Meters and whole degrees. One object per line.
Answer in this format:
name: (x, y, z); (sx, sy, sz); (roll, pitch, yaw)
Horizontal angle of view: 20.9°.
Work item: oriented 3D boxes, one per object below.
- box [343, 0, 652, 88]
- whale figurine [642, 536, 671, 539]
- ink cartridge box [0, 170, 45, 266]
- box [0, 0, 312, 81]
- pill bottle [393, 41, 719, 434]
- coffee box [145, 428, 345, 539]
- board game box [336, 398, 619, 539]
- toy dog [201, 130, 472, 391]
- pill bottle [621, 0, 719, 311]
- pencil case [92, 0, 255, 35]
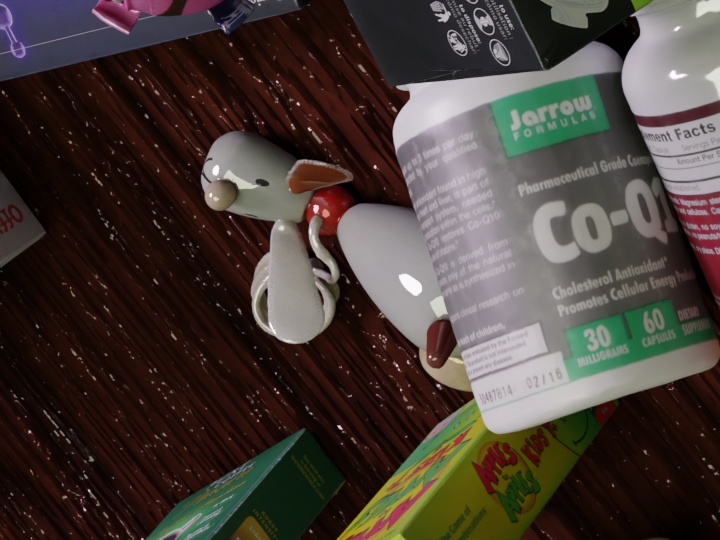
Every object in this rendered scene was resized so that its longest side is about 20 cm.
box: (0.080, -0.183, 0.744); (0.149, 0.200, 0.124); (62, 157, -15)
whale figurine: (0.176, 0.200, 1.004); (0.200, 0.104, 0.159); (-22, 102, 10)
ink cartridge box: (-0.309, -0.044, 1.084); (0.146, 0.147, 0.200); (-34, 96, 20)
box: (-0.116, -0.185, 0.970); (0.200, 0.079, 0.141); (-9, 112, 32)
pill bottle: (0.080, -0.035, 0.886); (0.113, 0.113, 0.200); (-22, 83, 35)
coffee box: (-0.097, 0.172, 1.062); (0.123, 0.200, 0.044); (-35, 97, 35)
board game box: (0.044, 0.116, 0.953); (0.048, 0.200, 0.102); (50, 127, -2)
toy dog: (0.000, 0.000, 0.984); (0.200, 0.096, 0.132); (6, 116, 26)
pill bottle: (0.183, -0.060, 0.843); (0.113, 0.113, 0.200); (-17, 105, 34)
pencil case: (-0.078, -0.192, 0.802); (0.091, 0.094, 0.200); (32, 147, 18)
